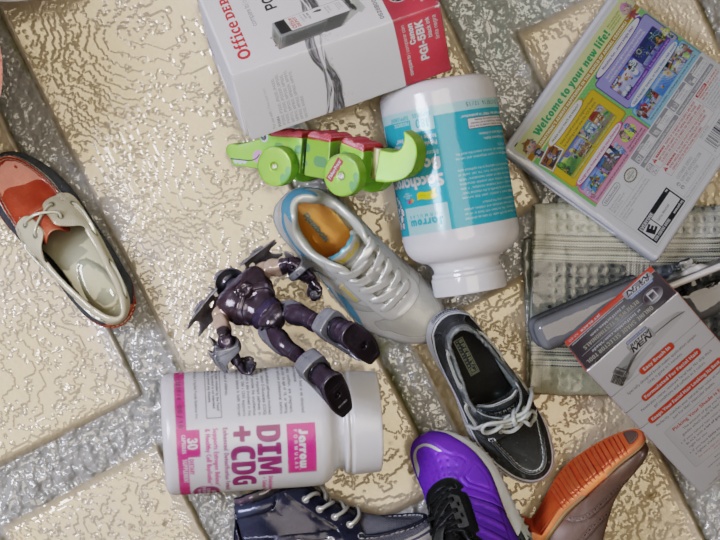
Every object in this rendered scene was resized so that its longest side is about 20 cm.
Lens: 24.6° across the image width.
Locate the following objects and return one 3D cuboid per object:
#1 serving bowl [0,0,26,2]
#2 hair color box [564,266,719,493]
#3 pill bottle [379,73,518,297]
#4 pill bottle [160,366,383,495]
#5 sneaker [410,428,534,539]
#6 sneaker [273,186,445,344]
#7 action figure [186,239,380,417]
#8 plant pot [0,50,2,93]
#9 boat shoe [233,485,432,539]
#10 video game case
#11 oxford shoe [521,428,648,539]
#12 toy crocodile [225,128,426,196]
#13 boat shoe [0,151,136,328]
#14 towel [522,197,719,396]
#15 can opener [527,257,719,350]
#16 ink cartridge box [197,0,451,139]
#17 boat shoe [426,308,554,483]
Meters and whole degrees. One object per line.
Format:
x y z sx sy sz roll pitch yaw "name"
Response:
-0.323 -0.344 1.532 0.200 0.066 0.200 0 90 -5 "serving bowl"
0.297 0.104 1.551 0.111 0.064 0.200 -41 119 5 "hair color box"
0.087 -0.078 1.549 0.111 0.111 0.200 -10 91 -5 "pill bottle"
-0.083 0.146 1.534 0.200 0.113 0.114 -4 91 -5 "pill bottle"
0.095 0.235 1.525 0.070 0.099 0.200 -49 65 34 "sneaker"
0.000 0.000 1.557 0.200 0.081 0.077 40 85 -6 "sneaker"
-0.073 0.048 1.491 0.200 0.069 0.130 33 84 40 "action figure"
-0.406 -0.167 1.461 0.201 0.195 0.201 0 91 -6 "plant pot"
-0.027 0.238 1.558 0.200 0.075 0.093 -14 98 -5 "boat shoe"
0.263 -0.140 1.592 0.182 0.022 0.200 36 80 -1 "video game case"
0.212 0.235 1.584 0.073 0.071 0.200 41 102 -10 "oxford shoe"
-0.033 -0.106 1.523 0.200 0.067 0.062 9 101 32 "toy crocodile"
-0.280 -0.030 1.541 0.071 0.063 0.200 -37 92 -2 "boat shoe"
0.255 0.026 1.610 0.200 0.035 0.193 1 93 -7 "towel"
0.262 0.040 1.567 0.200 0.053 0.067 -23 95 -4 "can opener"
-0.036 -0.223 1.515 0.200 0.083 0.147 -20 48 -5 "ink cartridge box"
0.132 0.126 1.559 0.074 0.068 0.199 -28 109 -6 "boat shoe"
